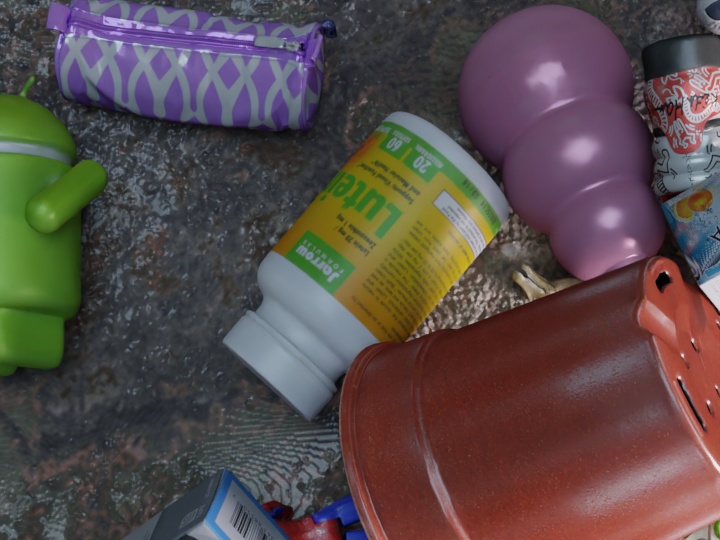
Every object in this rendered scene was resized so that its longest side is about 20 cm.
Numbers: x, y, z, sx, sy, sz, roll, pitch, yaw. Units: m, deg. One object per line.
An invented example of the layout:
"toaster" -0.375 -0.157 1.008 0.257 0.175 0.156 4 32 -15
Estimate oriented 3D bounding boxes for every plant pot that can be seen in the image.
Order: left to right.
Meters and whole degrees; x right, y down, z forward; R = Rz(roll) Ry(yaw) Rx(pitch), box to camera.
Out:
"plant pot" 0.124 0.097 0.832 0.194 0.200 0.202 -28 77 27

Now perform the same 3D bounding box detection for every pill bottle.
"pill bottle" 0.000 0.000 0.957 0.111 0.111 0.200 39 82 9

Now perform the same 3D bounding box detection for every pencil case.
"pencil case" -0.120 -0.149 1.006 0.198 0.086 0.085 5 77 4

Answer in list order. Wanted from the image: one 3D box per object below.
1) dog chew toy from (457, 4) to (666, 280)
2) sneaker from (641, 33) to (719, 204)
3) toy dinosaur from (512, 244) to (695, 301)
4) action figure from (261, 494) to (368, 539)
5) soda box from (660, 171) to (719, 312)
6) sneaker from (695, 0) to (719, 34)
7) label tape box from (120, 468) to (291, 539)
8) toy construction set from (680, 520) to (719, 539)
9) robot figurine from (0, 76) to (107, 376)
"dog chew toy" 0.144 -0.081 0.952 0.123 0.125 0.202 -19 65 -2
"sneaker" 0.232 -0.086 0.937 0.067 0.201 0.109 -7 86 23
"toy dinosaur" 0.208 0.033 0.983 0.199 0.058 0.102 31 96 16
"action figure" -0.023 0.183 0.952 0.198 0.099 0.066 -9 74 -23
"soda box" 0.262 0.006 0.896 0.068 0.200 0.064 -30 55 17
"sneaker" 0.300 -0.267 1.021 0.198 0.080 0.130 -34 78 -5
"label tape box" -0.116 0.237 0.875 0.199 0.066 0.144 -36 105 18
"toy construction set" 0.199 0.226 0.899 0.199 0.092 0.131 -36 80 -17
"robot figurine" -0.252 -0.031 0.969 0.174 0.115 0.202 -10 77 30
